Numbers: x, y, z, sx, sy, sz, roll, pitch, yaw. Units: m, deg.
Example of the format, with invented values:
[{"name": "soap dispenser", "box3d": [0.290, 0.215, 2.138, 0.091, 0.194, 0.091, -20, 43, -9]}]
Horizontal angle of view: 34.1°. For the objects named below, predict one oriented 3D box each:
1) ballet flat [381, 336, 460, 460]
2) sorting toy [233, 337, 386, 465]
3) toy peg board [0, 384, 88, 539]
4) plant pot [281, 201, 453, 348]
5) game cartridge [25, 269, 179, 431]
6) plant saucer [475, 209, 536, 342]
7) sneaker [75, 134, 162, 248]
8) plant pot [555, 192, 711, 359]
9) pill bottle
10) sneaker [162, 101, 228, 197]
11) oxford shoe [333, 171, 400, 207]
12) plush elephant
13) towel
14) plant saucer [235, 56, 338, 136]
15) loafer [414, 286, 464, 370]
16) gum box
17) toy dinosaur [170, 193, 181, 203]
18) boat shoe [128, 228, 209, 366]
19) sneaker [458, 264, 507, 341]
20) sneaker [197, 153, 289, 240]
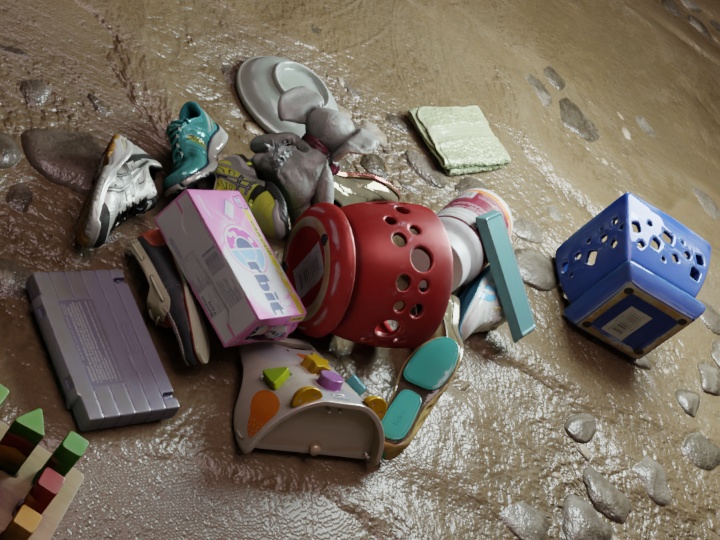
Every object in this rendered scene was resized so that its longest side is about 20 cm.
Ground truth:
[{"name": "ballet flat", "box3d": [0.071, 0.170, 1.568, 0.068, 0.063, 0.200, 28, 52, 16]}, {"name": "sorting toy", "box3d": [-0.072, 0.145, 1.483, 0.198, 0.108, 0.180, 12, 27, -35]}, {"name": "toy peg board", "box3d": [-0.375, 0.200, 1.126, 0.199, 0.098, 0.200, 34, 37, -10]}, {"name": "plant pot", "box3d": [0.000, 0.000, 1.589, 0.181, 0.201, 0.202, 7, 49, -31]}, {"name": "game cartridge", "box3d": [-0.302, 0.088, 1.359, 0.129, 0.038, 0.201, -5, 58, -40]}, {"name": "plant saucer", "box3d": [0.227, 0.006, 1.809, 0.070, 0.019, 0.202, -22, 97, -56]}, {"name": "sneaker", "box3d": [-0.302, -0.096, 1.504, 0.087, 0.076, 0.201, 28, 39, -18]}, {"name": "plant pot", "box3d": [0.463, 0.023, 1.999, 0.199, 0.200, 0.181, 28, 46, -19]}, {"name": "pill bottle", "box3d": [0.155, -0.045, 1.842, 0.114, 0.114, 0.200, 45, 37, 3]}, {"name": "sneaker", "box3d": [-0.243, -0.166, 1.618, 0.080, 0.077, 0.201, 56, 20, -26]}, {"name": "oxford shoe", "box3d": [-0.022, -0.112, 1.804, 0.198, 0.070, 0.076, 12, 71, -34]}, {"name": "plush elephant", "box3d": [-0.068, -0.165, 1.662, 0.154, 0.200, 0.165, -39, 75, -18]}, {"name": "towel", "box3d": [0.183, -0.240, 2.126, 0.199, 0.037, 0.149, -8, 60, -46]}, {"name": "plant saucer", "box3d": [-0.105, -0.283, 1.894, 0.198, 0.050, 0.202, 24, 40, -22]}, {"name": "loafer", "box3d": [0.103, 0.096, 1.695, 0.067, 0.076, 0.201, 29, 29, -16]}, {"name": "gum box", "box3d": [-0.157, -0.001, 1.458, 0.201, 0.066, 0.113, 60, 26, 14]}, {"name": "toy dinosaur", "box3d": [-0.198, -0.038, 1.559, 0.101, 0.058, 0.201, -14, 64, -50]}, {"name": "boat shoe", "box3d": [-0.236, 0.034, 1.451, 0.062, 0.071, 0.202, -20, 63, -3]}, {"name": "sneaker", "box3d": [0.192, 0.059, 1.808, 0.081, 0.076, 0.200, 48, 40, -4]}, {"name": "sneaker", "box3d": [-0.159, -0.091, 1.610, 0.076, 0.076, 0.200, -20, 35, -24]}]
